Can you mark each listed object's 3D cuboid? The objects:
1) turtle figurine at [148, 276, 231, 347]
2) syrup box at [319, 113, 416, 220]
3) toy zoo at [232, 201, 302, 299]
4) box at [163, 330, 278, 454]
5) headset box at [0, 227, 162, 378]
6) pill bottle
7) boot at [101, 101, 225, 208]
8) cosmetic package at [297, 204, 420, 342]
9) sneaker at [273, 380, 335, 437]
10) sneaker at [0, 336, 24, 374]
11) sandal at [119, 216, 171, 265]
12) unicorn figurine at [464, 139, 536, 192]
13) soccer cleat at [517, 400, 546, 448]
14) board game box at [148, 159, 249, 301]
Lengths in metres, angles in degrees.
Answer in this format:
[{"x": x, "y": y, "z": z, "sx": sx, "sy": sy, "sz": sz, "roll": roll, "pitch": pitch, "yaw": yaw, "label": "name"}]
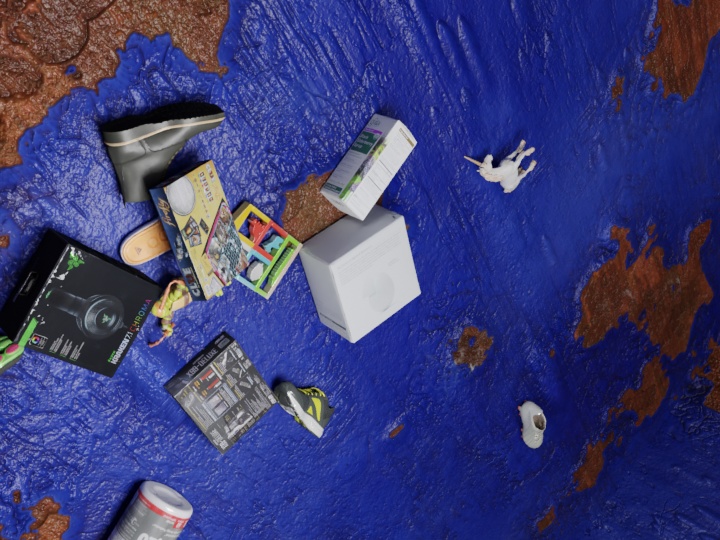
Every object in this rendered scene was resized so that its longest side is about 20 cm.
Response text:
[{"x": -0.317, "y": 0.050, "z": 1.394, "sx": 0.161, "sy": 0.064, "sz": 0.201, "roll": -29, "pitch": 158, "yaw": -41, "label": "turtle figurine"}, {"x": 0.017, "y": -0.210, "z": 1.574, "sx": 0.201, "sy": 0.079, "sz": 0.081, "roll": -56, "pitch": 134, "yaw": -7, "label": "syrup box"}, {"x": -0.206, "y": -0.042, "z": 1.484, "sx": 0.132, "sy": 0.020, "sz": 0.200, "roll": -57, "pitch": 138, "yaw": -6, "label": "toy zoo"}, {"x": -0.269, "y": 0.243, "z": 1.544, "sx": 0.158, "sy": 0.050, "sz": 0.201, "roll": -43, "pitch": 132, "yaw": -18, "label": "box"}, {"x": -0.455, "y": 0.052, "z": 1.261, "sx": 0.200, "sy": 0.092, "sz": 0.175, "roll": 34, "pitch": 85, "yaw": -44, "label": "headset box"}, {"x": -0.417, "y": 0.515, "z": 1.489, "sx": 0.114, "sy": 0.114, "sz": 0.201, "roll": 35, "pitch": 84, "yaw": -45, "label": "pill bottle"}, {"x": -0.317, "y": -0.194, "z": 1.298, "sx": 0.198, "sy": 0.077, "sz": 0.139, "roll": -17, "pitch": 125, "yaw": -22, "label": "boot"}, {"x": 0.000, "y": 0.000, "z": 1.623, "sx": 0.199, "sy": 0.123, "sz": 0.201, "roll": -34, "pitch": 129, "yaw": -26, "label": "cosmetic package"}, {"x": -0.119, "y": 0.280, "z": 1.689, "sx": 0.085, "sy": 0.074, "sz": 0.200, "roll": -52, "pitch": 143, "yaw": -19, "label": "sneaker"}, {"x": -0.604, "y": 0.182, "z": 1.214, "sx": 0.200, "sy": 0.077, "sz": 0.084, "roll": -45, "pitch": 150, "yaw": -13, "label": "sneaker"}, {"x": -0.315, "y": -0.066, "z": 1.356, "sx": 0.206, "sy": 0.059, "sz": 0.080, "roll": -38, "pitch": 130, "yaw": -23, "label": "sandal"}, {"x": 0.349, "y": -0.243, "z": 1.855, "sx": 0.137, "sy": 0.074, "sz": 0.200, "roll": -45, "pitch": 139, "yaw": -3, "label": "unicorn figurine"}, {"x": 0.518, "y": 0.469, "z": 2.328, "sx": 0.069, "sy": 0.077, "sz": 0.201, "roll": -38, "pitch": 130, "yaw": -22, "label": "soccer cleat"}, {"x": -0.266, "y": -0.068, "z": 1.316, "sx": 0.136, "sy": 0.034, "sz": 0.202, "roll": -46, "pitch": 125, "yaw": -53, "label": "board game box"}]
